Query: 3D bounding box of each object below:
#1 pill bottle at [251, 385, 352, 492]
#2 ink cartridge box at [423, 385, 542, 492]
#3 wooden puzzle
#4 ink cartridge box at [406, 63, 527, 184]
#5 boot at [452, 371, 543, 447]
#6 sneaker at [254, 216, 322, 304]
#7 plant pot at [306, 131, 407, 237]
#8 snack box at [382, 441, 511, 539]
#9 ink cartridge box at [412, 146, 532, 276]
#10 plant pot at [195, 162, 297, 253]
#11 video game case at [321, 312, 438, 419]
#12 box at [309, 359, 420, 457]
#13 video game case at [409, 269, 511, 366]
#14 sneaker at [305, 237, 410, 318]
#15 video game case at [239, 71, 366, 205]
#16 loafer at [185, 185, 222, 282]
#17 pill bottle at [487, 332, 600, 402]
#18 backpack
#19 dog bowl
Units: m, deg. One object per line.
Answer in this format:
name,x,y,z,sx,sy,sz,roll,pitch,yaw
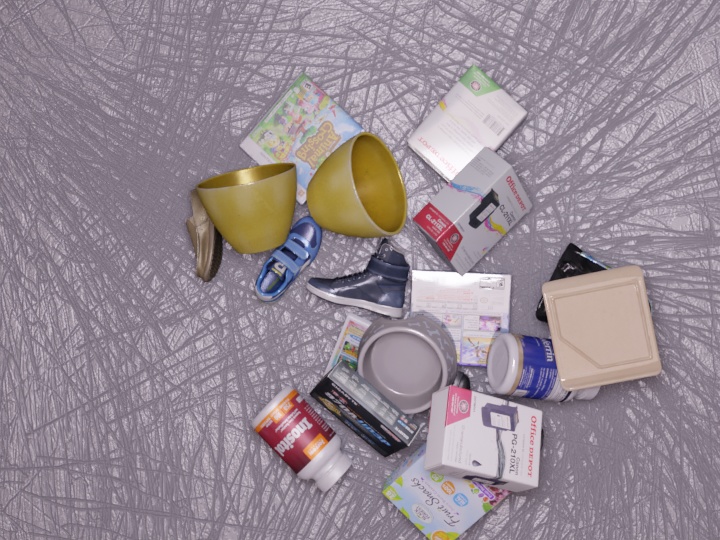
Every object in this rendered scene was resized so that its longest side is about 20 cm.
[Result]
pill bottle,-0.112,0.335,1.713,0.200,0.113,0.113,45,94,4
ink cartridge box,0.227,0.310,1.586,0.197,0.084,0.147,17,65,-17
wooden puzzle,0.438,0.105,1.580,0.182,0.037,0.203,-11,83,6
ink cartridge box,0.206,-0.273,1.694,0.145,0.087,0.200,42,92,5
boot,0.263,0.300,1.695,0.197,0.066,0.167,15,104,11
sneaker,-0.144,-0.018,1.732,0.073,0.082,0.201,33,91,6
plant pot,-0.019,-0.147,1.673,0.141,0.199,0.203,-17,88,31
snack box,0.169,0.414,1.678,0.168,0.068,0.200,43,110,-1
ink cartridge box,0.216,-0.111,1.649,0.200,0.146,0.083,-45,50,0
plant pot,-0.208,-0.115,1.682,0.197,0.200,0.144,-9,105,6
video game case,0.034,0.204,1.717,0.198,0.024,0.184,25,111,6
box,0.006,0.267,1.656,0.199,0.159,0.046,40,64,0
video game case,0.195,0.094,1.714,0.197,0.045,0.184,3,91,6
sneaker,0.001,0.000,1.712,0.199,0.077,0.148,12,102,-4
video game case,-0.118,-0.267,1.759,0.182,0.022,0.200,42,94,4
loafer,-0.318,-0.077,1.756,0.066,0.076,0.203,2,80,6
pill bottle,0.350,0.188,1.645,0.197,0.116,0.118,9,91,-16
backpack,0.458,0.067,1.652,0.198,0.154,0.165,24,87,24
dog bowl,0.084,0.183,1.655,0.197,0.059,0.203,4,106,13
